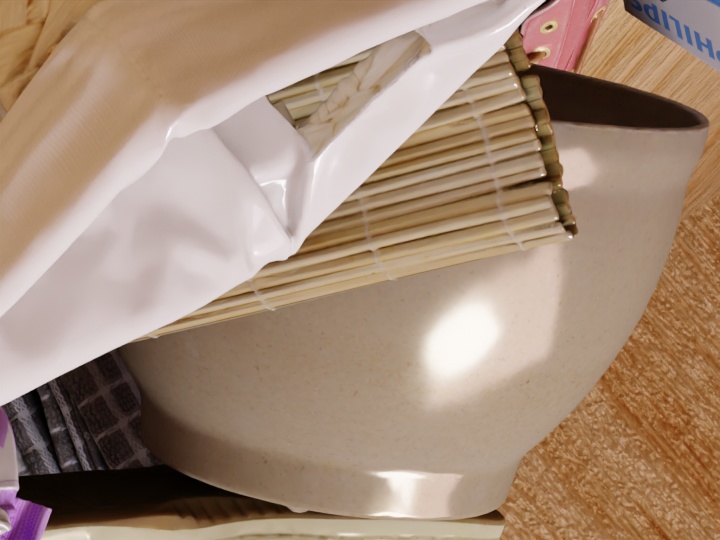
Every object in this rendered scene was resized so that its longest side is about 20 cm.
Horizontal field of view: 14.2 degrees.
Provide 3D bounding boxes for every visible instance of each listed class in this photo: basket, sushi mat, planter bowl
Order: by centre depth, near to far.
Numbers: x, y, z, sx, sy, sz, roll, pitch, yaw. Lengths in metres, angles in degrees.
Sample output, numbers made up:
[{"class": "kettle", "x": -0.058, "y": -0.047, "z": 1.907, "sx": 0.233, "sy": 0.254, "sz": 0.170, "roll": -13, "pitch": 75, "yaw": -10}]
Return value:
[{"class": "basket", "x": -0.065, "y": -0.061, "z": 0.677, "sx": 0.136, "sy": 0.123, "sz": 0.200, "roll": -44, "pitch": 172, "yaw": 31}, {"class": "sushi mat", "x": -0.040, "y": -0.032, "z": 0.803, "sx": 0.200, "sy": 0.096, "sz": 0.012, "roll": -14, "pitch": -165, "yaw": 30}, {"class": "planter bowl", "x": 0.000, "y": 0.000, "z": 0.908, "sx": 0.200, "sy": 0.200, "sz": 0.135, "roll": -19, "pitch": 119, "yaw": -70}]

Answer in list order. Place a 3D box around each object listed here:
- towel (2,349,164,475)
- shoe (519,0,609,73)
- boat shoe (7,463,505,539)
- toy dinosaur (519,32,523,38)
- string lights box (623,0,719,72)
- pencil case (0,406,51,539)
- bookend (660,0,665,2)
[{"class": "towel", "x": -0.058, "y": 0.041, "z": 1.018, "sx": 0.086, "sy": 0.200, "sz": 0.166, "roll": -39, "pitch": 174, "yaw": 40}, {"class": "shoe", "x": 0.054, "y": -0.091, "z": 1.143, "sx": 0.200, "sy": 0.071, "sz": 0.091, "roll": -65, "pitch": 163, "yaw": 9}, {"class": "boat shoe", "x": -0.047, "y": 0.098, "z": 0.906, "sx": 0.200, "sy": 0.067, "sz": 0.074, "roll": 0, "pitch": -168, "yaw": -27}, {"class": "toy dinosaur", "x": 0.005, "y": -0.103, "z": 0.886, "sx": 0.200, "sy": 0.102, "sz": 0.077, "roll": -90, "pitch": -156, "yaw": -76}, {"class": "string lights box", "x": 0.116, "y": -0.162, "z": 0.835, "sx": 0.103, "sy": 0.059, "sz": 0.200, "roll": -37, "pitch": 139, "yaw": -18}, {"class": "pencil case", "x": -0.163, "y": 0.043, "z": 0.759, "sx": 0.084, "sy": 0.085, "sz": 0.200, "roll": -64, "pitch": 151, "yaw": -3}, {"class": "bookend", "x": 0.117, "y": -0.199, "z": 0.669, "sx": 0.200, "sy": 0.092, "sz": 0.199, "roll": -37, "pitch": 156, "yaw": -15}]
